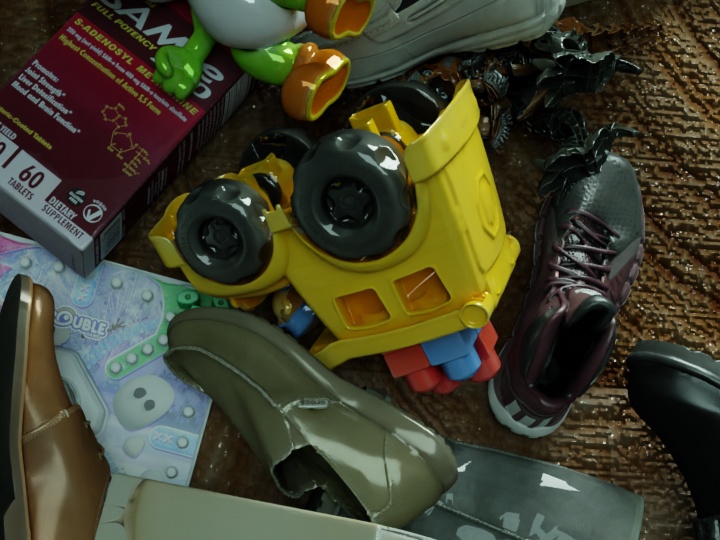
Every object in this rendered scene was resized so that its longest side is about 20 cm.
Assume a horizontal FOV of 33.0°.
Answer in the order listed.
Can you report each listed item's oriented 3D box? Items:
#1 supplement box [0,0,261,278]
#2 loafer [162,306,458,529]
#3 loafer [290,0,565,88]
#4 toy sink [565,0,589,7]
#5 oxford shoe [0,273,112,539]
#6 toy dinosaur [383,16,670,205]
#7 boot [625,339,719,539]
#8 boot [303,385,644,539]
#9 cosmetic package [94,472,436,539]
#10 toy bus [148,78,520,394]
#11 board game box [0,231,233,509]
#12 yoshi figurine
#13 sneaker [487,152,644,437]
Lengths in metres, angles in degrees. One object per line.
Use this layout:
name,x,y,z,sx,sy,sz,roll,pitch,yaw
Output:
supplement box,-0.152,-0.107,0.778,0.109,0.061,0.200,37,69,3
loafer,-0.041,0.087,0.705,0.199,0.076,0.068,25,61,21
loafer,0.031,-0.168,0.777,0.198,0.070,0.070,-13,119,25
toy sink,0.174,-0.270,0.829,0.198,0.112,0.131,-15,80,-8
oxford shoe,-0.185,0.102,0.722,0.071,0.071,0.202,0,81,-28
toy dinosaur,0.113,-0.132,0.800,0.199,0.102,0.136,-37,41,0
boot,0.217,0.160,0.747,0.211,0.079,0.158,41,71,-1
boot,0.060,0.183,0.754,0.199,0.073,0.183,28,79,-6
cosmetic package,-0.058,0.177,0.658,0.199,0.073,0.104,1,72,38
toy bus,0.000,0.000,0.747,0.199,0.136,0.193,-16,109,25
board game box,-0.197,0.085,0.763,0.198,0.026,0.202,15,77,-2
yoshi figurine,-0.099,-0.169,0.718,0.199,0.112,0.113,32,79,14
sneaker,0.146,0.007,0.767,0.075,0.116,0.202,19,77,-1
